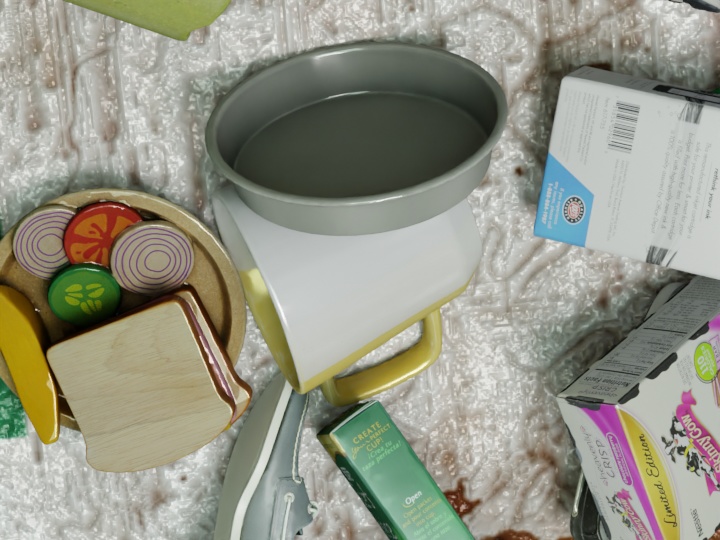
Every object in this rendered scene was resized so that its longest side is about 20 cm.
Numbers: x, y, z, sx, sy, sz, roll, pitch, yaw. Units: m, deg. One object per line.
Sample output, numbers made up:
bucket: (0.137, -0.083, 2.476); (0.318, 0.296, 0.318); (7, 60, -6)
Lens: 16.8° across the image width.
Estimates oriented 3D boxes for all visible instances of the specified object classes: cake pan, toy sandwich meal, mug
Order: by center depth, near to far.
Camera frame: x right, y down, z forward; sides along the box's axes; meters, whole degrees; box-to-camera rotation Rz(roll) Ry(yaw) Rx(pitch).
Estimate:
cake pan: (-0.001, -0.086, 1.607); (0.200, 0.200, 0.037); (-10, 125, -4)
toy sandwich meal: (-0.169, 0.044, 1.665); (0.205, 0.070, 0.206); (0, 112, -1)
mug: (-0.004, -0.009, 1.669); (0.153, 0.187, 0.150); (-24, 74, -9)

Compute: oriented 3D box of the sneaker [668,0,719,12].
sneaker: (0.191, -0.231, 1.609); (0.077, 0.200, 0.080); (17, 91, 29)

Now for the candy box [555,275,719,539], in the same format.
candy box: (0.236, 0.094, 1.689); (0.200, 0.061, 0.137); (-37, 116, -33)

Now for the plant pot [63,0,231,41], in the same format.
plant pot: (-0.162, -0.243, 1.553); (0.184, 0.200, 0.201); (25, 101, -24)

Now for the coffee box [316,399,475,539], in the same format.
coffee box: (0.045, 0.181, 1.685); (0.044, 0.123, 0.200); (-35, 91, -7)

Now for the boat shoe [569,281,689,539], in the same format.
boat shoe: (0.194, 0.101, 1.736); (0.071, 0.064, 0.200); (27, 76, -39)

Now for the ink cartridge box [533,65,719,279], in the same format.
ink cartridge box: (0.230, -0.061, 1.661); (0.200, 0.068, 0.116); (14, 105, 17)

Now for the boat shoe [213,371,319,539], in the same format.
boat shoe: (-0.064, 0.171, 1.709); (0.062, 0.073, 0.200); (19, 78, -16)

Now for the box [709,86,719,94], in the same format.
box: (0.348, -0.110, 1.714); (0.200, 0.048, 0.117); (-24, 106, 1)
